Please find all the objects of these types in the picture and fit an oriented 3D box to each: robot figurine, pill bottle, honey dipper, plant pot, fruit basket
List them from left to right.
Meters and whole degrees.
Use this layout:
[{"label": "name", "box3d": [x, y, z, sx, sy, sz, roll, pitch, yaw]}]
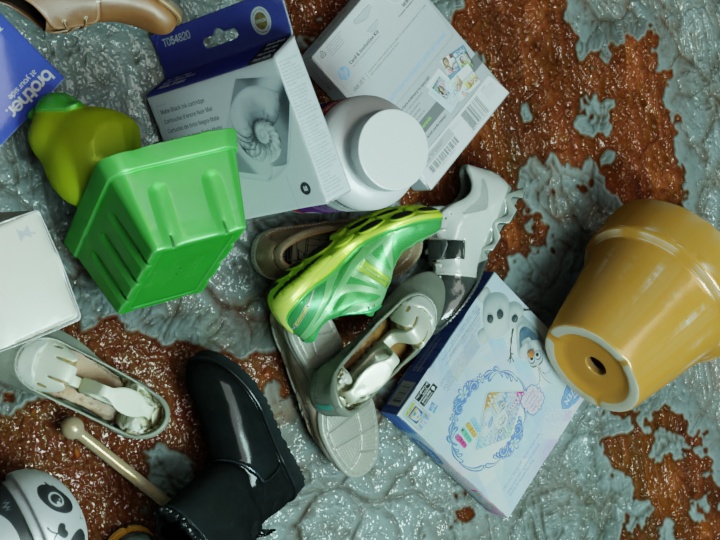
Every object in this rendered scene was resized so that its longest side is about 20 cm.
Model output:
[{"label": "robot figurine", "box3d": [-0.343, 0.259, 1.209, 0.200, 0.125, 0.150, -23, 139, -26]}, {"label": "fruit basket", "box3d": [-0.211, -0.083, 1.250, 0.155, 0.216, 0.216, -16, 98, -28]}, {"label": "honey dipper", "box3d": [-0.217, 0.207, 1.329, 0.200, 0.038, 0.038, 44, 71, -21]}, {"label": "pill bottle", "box3d": [-0.017, -0.114, 1.342, 0.112, 0.200, 0.113, 0, 90, -29]}, {"label": "plant pot", "box3d": [0.309, 0.053, 1.512, 0.183, 0.200, 0.200, -43, 109, -27]}]

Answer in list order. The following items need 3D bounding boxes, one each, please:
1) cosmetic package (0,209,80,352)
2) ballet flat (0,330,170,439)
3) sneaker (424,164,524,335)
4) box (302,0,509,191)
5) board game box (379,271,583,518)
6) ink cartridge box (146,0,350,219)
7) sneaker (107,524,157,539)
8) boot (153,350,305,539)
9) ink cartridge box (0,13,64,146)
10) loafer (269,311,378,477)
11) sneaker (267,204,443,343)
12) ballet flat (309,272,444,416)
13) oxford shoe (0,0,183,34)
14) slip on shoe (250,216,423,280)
[{"label": "cosmetic package", "box3d": [-0.328, 0.008, 1.173, 0.087, 0.200, 0.104, -24, 102, -27]}, {"label": "ballet flat", "box3d": [-0.268, 0.102, 1.284, 0.200, 0.064, 0.067, 31, 76, -25]}, {"label": "sneaker", "box3d": [0.097, -0.026, 1.486, 0.088, 0.074, 0.200, 31, 73, -13]}, {"label": "box", "box3d": [0.050, -0.210, 1.468, 0.200, 0.041, 0.156, 46, 70, -22]}, {"label": "board game box", "box3d": [0.148, 0.140, 1.521, 0.199, 0.043, 0.200, 44, 71, -24]}, {"label": "ink cartridge box", "box3d": [-0.119, -0.148, 1.288, 0.041, 0.199, 0.200, -30, 104, -44]}, {"label": "sneaker", "box3d": [-0.209, 0.353, 1.312, 0.078, 0.077, 0.200, -12, 97, -30]}, {"label": "boot", "box3d": [-0.145, 0.199, 1.317, 0.162, 0.073, 0.198, -47, 115, -45]}, {"label": "ink cartridge box", "box3d": [-0.375, -0.139, 1.234, 0.094, 0.044, 0.200, 46, 70, -23]}, {"label": "loafer", "box3d": [-0.039, 0.121, 1.416, 0.072, 0.063, 0.200, -29, 107, -30]}, {"label": "sneaker", "box3d": [0.000, 0.000, 1.361, 0.200, 0.074, 0.084, -34, 111, -11]}, {"label": "ballet flat", "box3d": [0.032, 0.078, 1.374, 0.200, 0.064, 0.067, -44, 112, -23]}, {"label": "oxford shoe", "box3d": [-0.268, -0.251, 1.275, 0.200, 0.071, 0.071, 13, 74, -18]}, {"label": "slip on shoe", "box3d": [-0.015, -0.022, 1.423, 0.200, 0.061, 0.076, 0, 90, -29]}]
